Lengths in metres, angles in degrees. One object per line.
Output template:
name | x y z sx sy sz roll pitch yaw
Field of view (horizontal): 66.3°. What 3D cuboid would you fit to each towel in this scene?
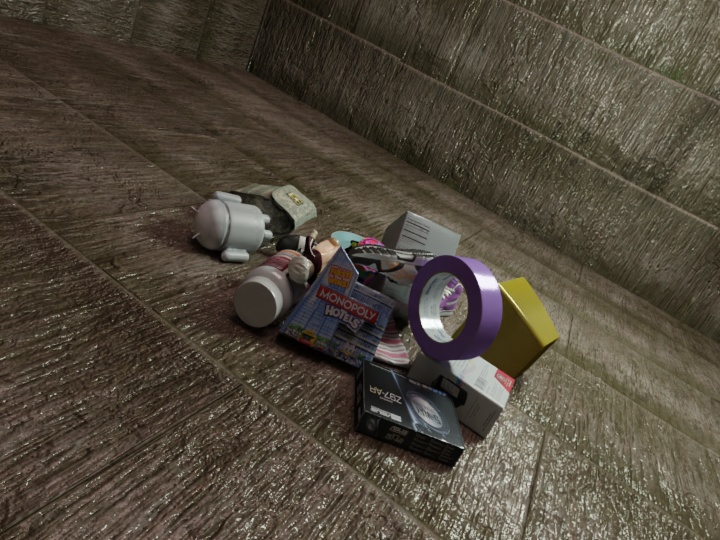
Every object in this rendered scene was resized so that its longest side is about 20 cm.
towel | 0.028 0.136 1.241 0.143 0.030 0.201 18 23 -20

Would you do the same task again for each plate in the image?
plate | 0.000 -0.054 1.607 0.196 0.026 0.201 23 22 -10

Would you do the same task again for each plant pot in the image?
plant pot | 0.379 0.158 1.391 0.177 0.202 0.198 48 29 23

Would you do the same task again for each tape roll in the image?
tape roll | 0.183 0.074 1.093 0.064 0.204 0.200 6 29 -38

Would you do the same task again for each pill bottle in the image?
pill bottle | -0.176 0.035 1.125 0.108 0.111 0.200 27 21 4

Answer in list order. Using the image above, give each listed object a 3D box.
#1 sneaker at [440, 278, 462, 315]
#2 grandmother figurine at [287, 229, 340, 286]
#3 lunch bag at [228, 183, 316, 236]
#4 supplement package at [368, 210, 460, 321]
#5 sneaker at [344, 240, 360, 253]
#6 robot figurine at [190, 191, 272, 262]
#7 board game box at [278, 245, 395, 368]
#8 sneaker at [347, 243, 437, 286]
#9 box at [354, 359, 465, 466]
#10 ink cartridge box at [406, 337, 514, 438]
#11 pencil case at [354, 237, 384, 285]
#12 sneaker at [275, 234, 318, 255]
sneaker | 0.210 0.066 1.492 0.072 0.116 0.198 38 26 26
grandmother figurine | -0.094 -0.021 1.140 0.059 0.125 0.200 -8 13 19
lunch bag | -0.224 -0.159 1.438 0.195 0.121 0.164 10 19 13
supplement package | 0.117 -0.002 1.322 0.144 0.204 0.191 22 -12 -10
sneaker | -0.005 -0.035 1.416 0.081 0.073 0.201 27 -18 4
robot figurine | -0.302 -0.102 1.282 0.197 0.112 0.174 3 64 -44
board game box | -0.033 0.067 1.089 0.196 0.204 0.062 24 -6 -4
sneaker | 0.066 -0.006 1.159 0.195 0.082 0.074 8 18 -11
box | 0.085 0.257 1.013 0.196 0.044 0.161 23 21 -9
ink cartridge box | 0.209 0.231 1.159 0.198 0.084 0.145 33 24 15
pencil case | 0.000 0.000 1.281 0.086 0.200 0.091 7 68 -18
sneaker | -0.118 -0.027 1.378 0.196 0.075 0.089 20 20 -14
